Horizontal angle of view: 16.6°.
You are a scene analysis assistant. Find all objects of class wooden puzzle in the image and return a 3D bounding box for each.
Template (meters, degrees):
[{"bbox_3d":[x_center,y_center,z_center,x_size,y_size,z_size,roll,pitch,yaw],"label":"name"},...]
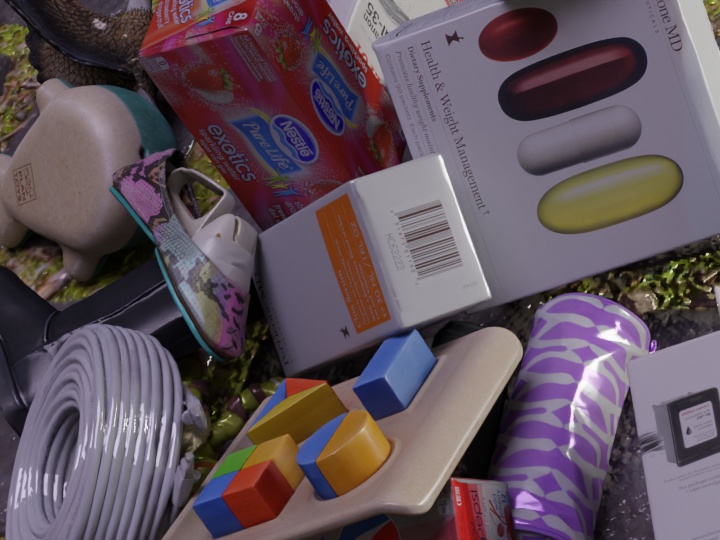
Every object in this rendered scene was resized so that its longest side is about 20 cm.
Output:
[{"bbox_3d":[-0.018,0.101,1.511,0.199,0.046,0.185,-17,23,35],"label":"wooden puzzle"}]

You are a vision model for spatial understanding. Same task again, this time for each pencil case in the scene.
[{"bbox_3d":[0.128,0.110,1.555,0.085,0.084,0.201,20,56,-3],"label":"pencil case"}]

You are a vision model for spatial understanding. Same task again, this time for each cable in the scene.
[{"bbox_3d":[-0.176,0.136,1.626,0.201,0.069,0.200,-68,24,17],"label":"cable"}]

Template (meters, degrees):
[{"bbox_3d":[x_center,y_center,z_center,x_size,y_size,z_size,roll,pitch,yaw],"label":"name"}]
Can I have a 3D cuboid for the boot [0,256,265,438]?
[{"bbox_3d":[-0.174,0.016,1.767,0.199,0.066,0.165,-32,49,8],"label":"boot"}]

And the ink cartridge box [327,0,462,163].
[{"bbox_3d":[0.004,-0.181,1.864,0.082,0.147,0.201,-5,48,28],"label":"ink cartridge box"}]

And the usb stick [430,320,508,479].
[{"bbox_3d":[0.053,0.131,1.562,0.055,0.033,0.201,12,74,5],"label":"usb stick"}]

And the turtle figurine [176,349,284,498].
[{"bbox_3d":[-0.132,0.121,1.710,0.200,0.064,0.161,-44,33,5],"label":"turtle figurine"}]

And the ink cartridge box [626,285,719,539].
[{"bbox_3d":[0.212,0.122,1.463,0.066,0.116,0.201,-20,42,15],"label":"ink cartridge box"}]

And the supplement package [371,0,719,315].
[{"bbox_3d":[0.141,-0.101,1.634,0.199,0.192,0.147,-19,8,15],"label":"supplement package"}]

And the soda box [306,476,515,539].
[{"bbox_3d":[-0.003,0.178,1.504,0.199,0.063,0.071,-18,73,34],"label":"soda box"}]

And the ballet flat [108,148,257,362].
[{"bbox_3d":[-0.111,-0.022,1.681,0.071,0.069,0.200,-39,43,5],"label":"ballet flat"}]

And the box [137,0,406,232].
[{"bbox_3d":[-0.057,-0.121,1.717,0.095,0.200,0.100,-10,43,29],"label":"box"}]

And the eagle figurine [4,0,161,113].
[{"bbox_3d":[-0.206,-0.182,2.001,0.199,0.153,0.151,5,20,10],"label":"eagle figurine"}]

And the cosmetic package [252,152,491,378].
[{"bbox_3d":[0.000,0.000,1.622,0.071,0.102,0.200,-18,-4,-25],"label":"cosmetic package"}]

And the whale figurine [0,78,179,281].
[{"bbox_3d":[-0.216,-0.072,1.933,0.199,0.103,0.160,-17,83,49],"label":"whale figurine"}]

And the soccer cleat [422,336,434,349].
[{"bbox_3d":[0.033,0.127,1.607,0.085,0.069,0.201,4,50,29],"label":"soccer cleat"}]
